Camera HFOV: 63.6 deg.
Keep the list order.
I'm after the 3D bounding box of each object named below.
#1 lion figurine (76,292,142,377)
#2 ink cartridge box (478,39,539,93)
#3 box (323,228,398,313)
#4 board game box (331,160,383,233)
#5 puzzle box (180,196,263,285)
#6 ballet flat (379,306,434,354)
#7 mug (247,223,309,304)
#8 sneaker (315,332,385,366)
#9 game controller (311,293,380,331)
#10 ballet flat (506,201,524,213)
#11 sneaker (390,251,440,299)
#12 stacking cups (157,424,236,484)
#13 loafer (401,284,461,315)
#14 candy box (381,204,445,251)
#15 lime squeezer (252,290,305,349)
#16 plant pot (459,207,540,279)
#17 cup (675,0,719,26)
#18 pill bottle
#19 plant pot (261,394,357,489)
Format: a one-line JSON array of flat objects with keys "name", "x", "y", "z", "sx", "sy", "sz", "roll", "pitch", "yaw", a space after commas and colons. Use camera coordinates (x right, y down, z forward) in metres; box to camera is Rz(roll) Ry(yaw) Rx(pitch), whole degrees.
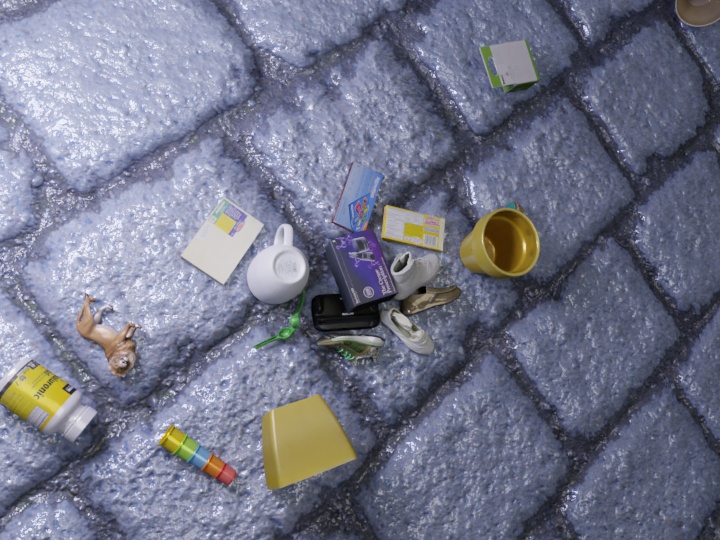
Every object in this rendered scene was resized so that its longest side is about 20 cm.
[{"name": "lion figurine", "x": -0.609, "y": 0.154, "z": 1.382, "sx": 0.199, "sy": 0.072, "sz": 0.123, "roll": 35, "pitch": 83, "yaw": 3}, {"name": "ink cartridge box", "x": 0.479, "y": -0.675, "z": 1.936, "sx": 0.199, "sy": 0.076, "sz": 0.149, "roll": -16, "pitch": 87, "yaw": -21}, {"name": "box", "x": 0.000, "y": 0.000, "z": 1.614, "sx": 0.140, "sy": 0.079, "sz": 0.201, "roll": -17, "pitch": 77, "yaw": -21}, {"name": "board game box", "x": -0.007, "y": -0.210, "z": 1.696, "sx": 0.102, "sy": 0.019, "sz": 0.201, "roll": 23, "pitch": 73, "yaw": -15}, {"name": "puzzle box", "x": -0.362, "y": -0.079, "z": 1.533, "sx": 0.133, "sy": 0.025, "sz": 0.201, "roll": 36, "pitch": 70, "yaw": -12}, {"name": "ballet flat", "x": 0.141, "y": 0.174, "z": 1.661, "sx": 0.200, "sy": 0.069, "sz": 0.070, "roll": 39, "pitch": 70, "yaw": -11}, {"name": "mug", "x": -0.204, "y": -0.021, "z": 1.503, "sx": 0.147, "sy": 0.175, "sz": 0.202, "roll": 8, "pitch": 78, "yaw": -20}, {"name": "sneaker", "x": -0.026, "y": 0.219, "z": 1.589, "sx": 0.199, "sy": 0.077, "sz": 0.089, "roll": 5, "pitch": 87, "yaw": -18}, {"name": "game controller", "x": -0.039, "y": 0.114, "z": 1.623, "sx": 0.199, "sy": 0.042, "sz": 0.105, "roll": -2, "pitch": 67, "yaw": -22}, {"name": "ballet flat", "x": 0.494, "y": -0.119, "z": 1.851, "sx": 0.065, "sy": 0.070, "sz": 0.202, "roll": 16, "pitch": 78, "yaw": -32}, {"name": "sneaker", "x": 0.161, "y": -0.014, "z": 1.664, "sx": 0.200, "sy": 0.073, "sz": 0.116, "roll": -40, "pitch": 140, "yaw": -31}, {"name": "stacking cups", "x": -0.396, "y": 0.457, "z": 1.414, "sx": 0.200, "sy": 0.060, "sz": 0.061, "roll": 42, "pitch": 69, "yaw": -13}, {"name": "loafer", "x": 0.206, "y": 0.074, "z": 1.698, "sx": 0.199, "sy": 0.076, "sz": 0.068, "roll": -19, "pitch": 94, "yaw": -23}, {"name": "candy box", "x": 0.160, "y": -0.125, "z": 1.742, "sx": 0.199, "sy": 0.026, "sz": 0.103, "roll": 11, "pitch": 74, "yaw": -19}, {"name": "lime squeezer", "x": -0.195, "y": 0.140, "z": 1.534, "sx": 0.200, "sy": 0.038, "sz": 0.071, "roll": -48, "pitch": 121, "yaw": 4}, {"name": "plant pot", "x": 0.398, "y": -0.067, "z": 1.735, "sx": 0.199, "sy": 0.189, "sz": 0.202, "roll": 4, "pitch": 79, "yaw": -21}, {"name": "cup", "x": 1.357, "y": -1.089, "z": 2.299, "sx": 0.200, "sy": 0.200, "sz": 0.143, "roll": 42, "pitch": 42, "yaw": -9}, {"name": "pill bottle", "x": -0.697, "y": 0.294, "z": 1.293, "sx": 0.200, "sy": 0.111, "sz": 0.112, "roll": 39, "pitch": 70, "yaw": -11}, {"name": "plant pot", "x": -0.149, "y": 0.422, "z": 1.448, "sx": 0.199, "sy": 0.200, "sz": 0.177, "roll": -14, "pitch": 74, "yaw": -22}]
